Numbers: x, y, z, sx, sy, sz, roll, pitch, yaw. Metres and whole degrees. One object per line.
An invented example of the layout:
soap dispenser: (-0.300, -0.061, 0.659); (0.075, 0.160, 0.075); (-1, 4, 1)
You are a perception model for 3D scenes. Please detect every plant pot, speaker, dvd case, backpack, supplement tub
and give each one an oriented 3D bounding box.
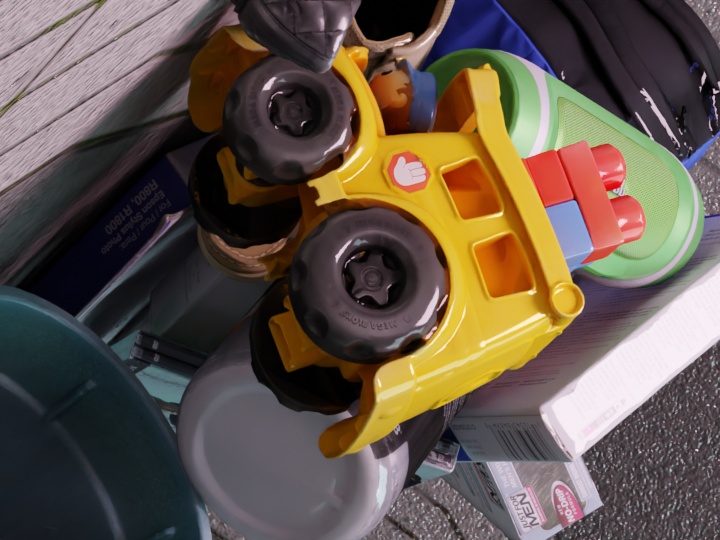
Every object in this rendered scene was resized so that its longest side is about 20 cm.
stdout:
plant pot: (-0.213, 0.143, 1.430); (0.196, 0.200, 0.200); (-35, 180, 24)
speaker: (0.104, -0.051, 1.504); (0.088, 0.088, 0.200); (-43, 145, 16)
dvd case: (-0.061, 0.087, 1.627); (0.146, 0.200, 0.022); (-28, -137, 65)
backpack: (0.114, -0.121, 1.686); (0.162, 0.200, 0.168); (-41, 177, -41)
supplement tub: (-0.004, 0.050, 1.501); (0.123, 0.123, 0.200); (-44, -177, 37)

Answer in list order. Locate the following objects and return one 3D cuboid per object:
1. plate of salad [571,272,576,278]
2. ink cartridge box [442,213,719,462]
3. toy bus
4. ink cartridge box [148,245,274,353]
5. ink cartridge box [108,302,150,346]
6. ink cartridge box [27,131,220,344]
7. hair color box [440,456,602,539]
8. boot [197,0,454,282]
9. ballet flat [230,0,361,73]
plate of salad: (0.070, -0.019, 1.764); (0.200, 0.048, 0.200); (-18, -142, 15)
ink cartridge box: (0.135, 0.040, 1.619); (0.200, 0.043, 0.196); (-36, -170, -22)
toy bus: (0.030, -0.035, 1.352); (0.192, 0.200, 0.136); (-20, 169, -16)
ink cartridge box: (0.000, 0.000, 1.618); (0.200, 0.161, 0.050); (-41, -141, 32)
ink cartridge box: (-0.064, -0.009, 1.748); (0.200, 0.083, 0.145); (-43, -163, 21)
ink cartridge box: (-0.145, 0.003, 1.596); (0.200, 0.041, 0.200); (-44, 177, 20)
hair color box: (0.072, 0.092, 1.803); (0.061, 0.099, 0.200); (-29, -157, -10)
boot: (-0.015, -0.092, 1.457); (0.200, 0.073, 0.155); (-54, 180, -12)
ballet flat: (0.008, -0.143, 1.332); (0.066, 0.057, 0.200); (-44, 177, 42)
